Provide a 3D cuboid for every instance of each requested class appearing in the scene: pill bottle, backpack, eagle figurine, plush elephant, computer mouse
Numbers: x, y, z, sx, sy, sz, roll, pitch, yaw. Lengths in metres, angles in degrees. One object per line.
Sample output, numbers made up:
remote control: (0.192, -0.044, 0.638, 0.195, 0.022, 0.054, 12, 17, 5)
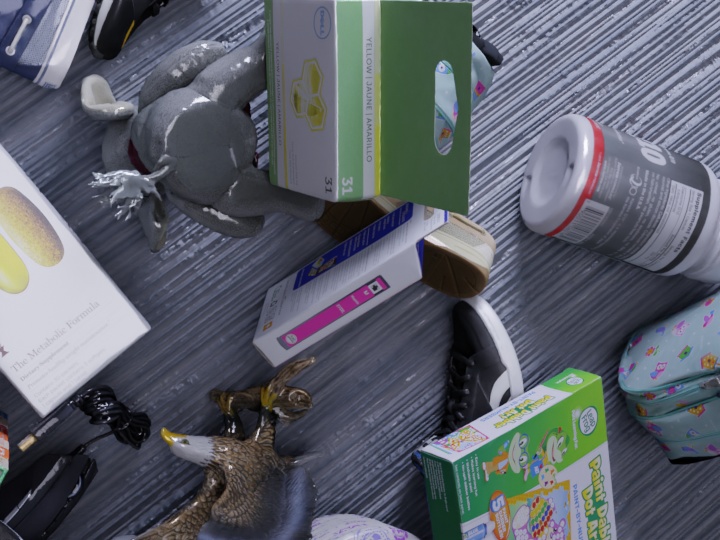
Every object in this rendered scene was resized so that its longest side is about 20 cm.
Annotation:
pill bottle: (0.260, -0.062, 1.134, 0.199, 0.114, 0.114, 17, 89, -18)
backpack: (0.030, -0.158, 1.007, 0.167, 0.200, 0.127, 31, 85, -18)
eagle figurine: (-0.110, 0.181, 1.008, 0.150, 0.152, 0.201, 11, 55, -1)
plush elephant: (-0.146, -0.102, 0.992, 0.199, 0.155, 0.165, -24, 112, -23)
backpack: (0.345, 0.095, 1.132, 0.127, 0.200, 0.167, 52, 41, -11)
computer mouse: (-0.256, 0.175, 0.981, 0.200, 0.141, 0.046, -36, 68, -11)

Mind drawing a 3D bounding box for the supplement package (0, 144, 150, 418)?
supplement package: (-0.278, -0.001, 0.971, 0.114, 0.109, 0.200, -40, 105, -11)

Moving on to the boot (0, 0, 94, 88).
boot: (-0.251, -0.254, 0.976, 0.090, 0.073, 0.201, 20, 89, -24)

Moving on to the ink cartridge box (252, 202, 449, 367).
ink cartridge box: (0.000, 0.000, 1.021, 0.200, 0.095, 0.037, -34, 110, 20)

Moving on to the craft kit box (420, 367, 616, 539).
craft kit box: (0.149, 0.216, 1.093, 0.197, 0.048, 0.201, -24, 113, -38)

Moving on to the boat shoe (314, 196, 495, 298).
boat shoe: (0.032, -0.050, 1.093, 0.200, 0.072, 0.065, 29, 49, -7)

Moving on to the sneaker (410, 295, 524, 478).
sneaker: (0.092, 0.132, 1.117, 0.112, 0.073, 0.201, -20, 102, -18)

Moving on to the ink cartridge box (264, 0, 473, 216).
ink cartridge box: (0.000, -0.120, 0.862, 0.048, 0.200, 0.146, -9, 106, -31)

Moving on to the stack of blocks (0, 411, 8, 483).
stack of blocks: (-0.331, 0.128, 0.919, 0.115, 0.200, 0.059, 29, 86, -16)

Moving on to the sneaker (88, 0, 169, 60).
sneaker: (-0.152, -0.255, 1.009, 0.090, 0.070, 0.201, 26, 85, -15)

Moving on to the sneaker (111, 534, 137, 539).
sneaker: (-0.157, 0.322, 1.035, 0.075, 0.114, 0.201, -29, 103, -13)

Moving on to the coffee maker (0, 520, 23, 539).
coffee maker: (-0.262, 0.274, 0.889, 0.200, 0.192, 0.135, 29, 86, -19)

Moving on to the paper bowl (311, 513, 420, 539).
paper bowl: (-0.022, 0.314, 1.066, 0.200, 0.104, 0.202, -4, 97, -36)
